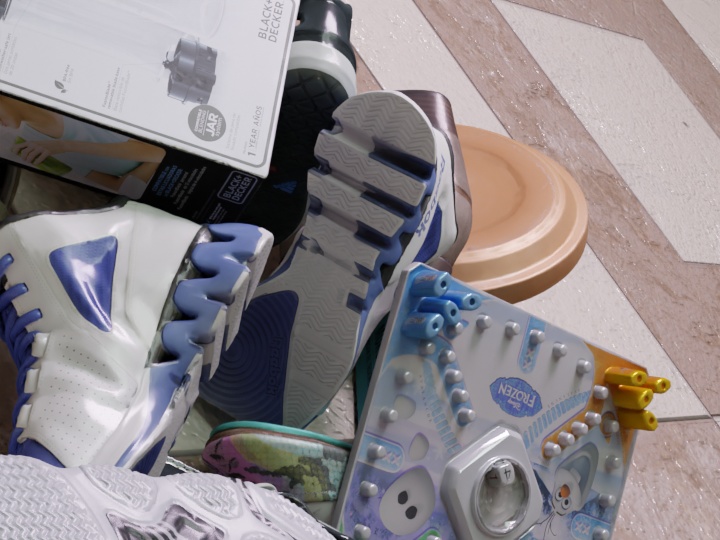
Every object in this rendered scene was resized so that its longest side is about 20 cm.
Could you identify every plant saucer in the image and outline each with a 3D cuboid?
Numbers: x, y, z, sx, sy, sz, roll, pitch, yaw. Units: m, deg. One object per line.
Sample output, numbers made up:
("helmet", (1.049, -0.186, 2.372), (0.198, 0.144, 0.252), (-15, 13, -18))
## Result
("plant saucer", (0.046, -0.042, 1.229), (0.200, 0.032, 0.200), (1, 34, 0))

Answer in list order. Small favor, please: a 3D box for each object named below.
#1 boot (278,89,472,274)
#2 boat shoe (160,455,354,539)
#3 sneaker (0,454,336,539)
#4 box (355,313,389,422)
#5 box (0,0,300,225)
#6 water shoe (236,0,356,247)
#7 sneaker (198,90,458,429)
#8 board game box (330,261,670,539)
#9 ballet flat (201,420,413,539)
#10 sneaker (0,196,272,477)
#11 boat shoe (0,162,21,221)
("boot", (-0.026, -0.035, 1.150), (0.070, 0.200, 0.146), (44, 48, -48))
("boat shoe", (-0.039, 0.134, 0.906), (0.200, 0.060, 0.076), (32, 28, 3))
("sneaker", (-0.097, 0.141, 0.765), (0.200, 0.115, 0.075), (14, 31, -35))
("box", (0.042, 0.065, 1.178), (0.082, 0.049, 0.200), (33, 28, -22))
("box", (-0.138, -0.107, 0.923), (0.200, 0.060, 0.117), (17, 57, -16))
("water shoe", (-0.048, -0.079, 1.079), (0.071, 0.200, 0.079), (20, 55, -17))
("sneaker", (0.000, -0.001, 1.037), (0.081, 0.200, 0.115), (33, 13, 19))
("board game box", (0.076, 0.120, 1.021), (0.200, 0.026, 0.200), (24, 76, -38))
("ballet flat", (0.001, 0.131, 1.015), (0.200, 0.069, 0.071), (19, 62, -43))
("sneaker", (-0.132, 0.041, 0.869), (0.115, 0.081, 0.199), (25, 57, 6))
("boat shoe", (-0.210, -0.028, 0.913), (0.075, 0.068, 0.200), (37, 27, -17))
